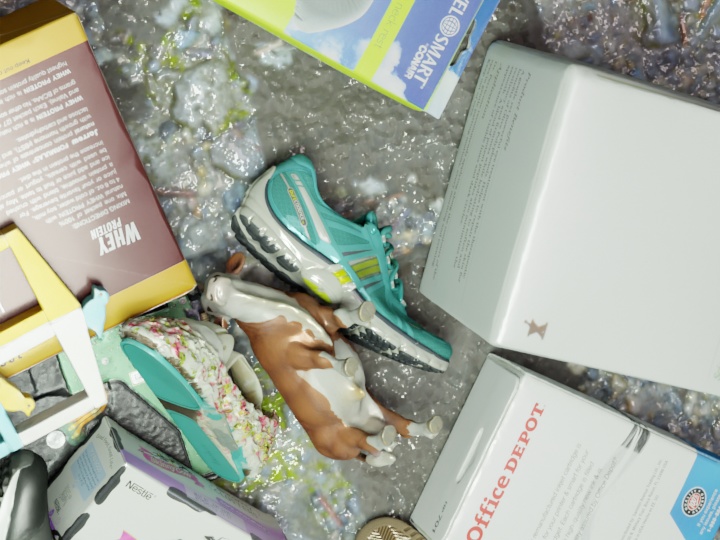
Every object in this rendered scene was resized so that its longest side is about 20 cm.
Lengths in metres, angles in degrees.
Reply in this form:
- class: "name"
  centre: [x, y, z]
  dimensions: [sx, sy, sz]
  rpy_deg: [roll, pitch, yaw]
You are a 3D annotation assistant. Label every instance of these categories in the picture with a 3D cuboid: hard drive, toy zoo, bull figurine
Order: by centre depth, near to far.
- class: "toy zoo"
  centre: [-0.251, 0.059, 1.402]
  dimensions: [0.200, 0.020, 0.131]
  rpy_deg: [-28, 107, -8]
- class: "bull figurine"
  centre: [-0.030, 0.065, 1.549]
  dimensions: [0.065, 0.121, 0.200]
  rpy_deg: [-55, 130, -24]
- class: "hard drive"
  centre: [-0.189, 0.105, 1.560]
  dimensions: [0.200, 0.038, 0.140]
  rpy_deg: [-20, 106, -10]

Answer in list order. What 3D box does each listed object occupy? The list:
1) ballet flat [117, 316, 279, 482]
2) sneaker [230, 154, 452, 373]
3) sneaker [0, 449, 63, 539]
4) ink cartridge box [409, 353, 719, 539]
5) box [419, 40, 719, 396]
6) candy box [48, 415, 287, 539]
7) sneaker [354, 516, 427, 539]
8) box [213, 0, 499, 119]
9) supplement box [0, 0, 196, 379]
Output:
- class: "ballet flat"
  centre: [-0.107, 0.073, 1.492]
  dimensions: [0.064, 0.076, 0.200]
  rpy_deg: [-56, 150, -20]
- class: "sneaker"
  centre: [0.000, 0.000, 1.575]
  dimensions: [0.200, 0.077, 0.080]
  rpy_deg: [44, 75, -20]
- class: "sneaker"
  centre: [-0.204, 0.211, 1.447]
  dimensions: [0.090, 0.070, 0.200]
  rpy_deg: [6, 107, -10]
- class: "ink cartridge box"
  centre: [0.160, 0.169, 1.644]
  dimensions: [0.200, 0.086, 0.147]
  rpy_deg: [25, 93, -17]
- class: "box"
  centre: [0.178, -0.038, 1.562]
  dimensions: [0.200, 0.171, 0.199]
  rpy_deg: [14, 97, -17]
- class: "candy box"
  centre: [-0.169, 0.229, 1.544]
  dimensions: [0.168, 0.072, 0.200]
  rpy_deg: [35, 99, -29]
- class: "sneaker"
  centre: [0.057, 0.281, 1.655]
  dimensions: [0.071, 0.112, 0.200]
  rpy_deg: [-30, 77, -8]
- class: "box"
  centre: [0.003, -0.199, 1.548]
  dimensions: [0.200, 0.048, 0.122]
  rpy_deg: [27, 93, -18]
- class: "supplement box"
  centre: [-0.245, -0.046, 1.463]
  dimensions: [0.197, 0.133, 0.200]
  rpy_deg: [-26, 107, -9]
